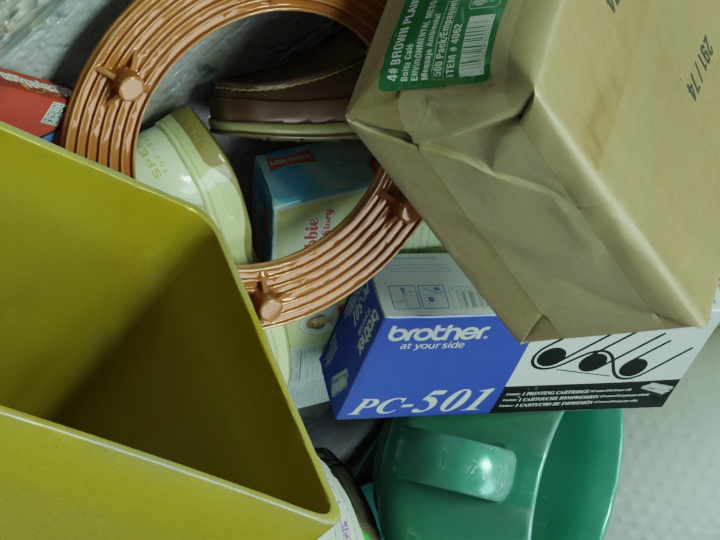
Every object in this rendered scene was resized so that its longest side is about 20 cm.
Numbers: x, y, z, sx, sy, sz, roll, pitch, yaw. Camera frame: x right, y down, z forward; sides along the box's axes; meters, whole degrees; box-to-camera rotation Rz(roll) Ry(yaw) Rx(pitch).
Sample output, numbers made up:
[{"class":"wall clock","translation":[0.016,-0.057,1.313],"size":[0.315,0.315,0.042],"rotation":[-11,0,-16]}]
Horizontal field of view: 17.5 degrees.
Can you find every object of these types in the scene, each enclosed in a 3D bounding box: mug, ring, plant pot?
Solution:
[{"class":"mug","translation":[0.073,0.108,1.363],"size":[0.152,0.114,0.185],"rotation":[-61,150,-33]},{"class":"ring","translation":[-0.042,-0.058,1.083],"size":[0.200,0.019,0.201],"rotation":[-13,122,-21]},{"class":"plant pot","translation":[-0.160,0.068,0.972],"size":[0.200,0.200,0.177],"rotation":[22,119,-38]},{"class":"mug","translation":[0.204,0.128,1.613],"size":[0.175,0.148,0.200],"rotation":[-23,-172,17]}]

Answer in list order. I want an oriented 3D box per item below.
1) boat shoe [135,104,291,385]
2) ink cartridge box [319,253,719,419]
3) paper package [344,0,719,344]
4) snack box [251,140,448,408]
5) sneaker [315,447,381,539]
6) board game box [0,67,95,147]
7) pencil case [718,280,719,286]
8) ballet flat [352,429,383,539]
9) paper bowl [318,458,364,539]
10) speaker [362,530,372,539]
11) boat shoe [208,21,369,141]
[{"class":"boat shoe","translation":[-0.083,0.004,1.166],"size":[0.063,0.073,0.201],"rotation":[-29,145,-13]},{"class":"ink cartridge box","translation":[0.086,0.034,1.255],"size":[0.199,0.044,0.094],"rotation":[-1,143,-21]},{"class":"paper package","translation":[0.102,-0.096,1.094],"size":[0.191,0.103,0.201],"rotation":[49,48,-39]},{"class":"snack box","translation":[0.000,0.000,1.246],"size":[0.116,0.037,0.200],"rotation":[-13,147,-13]},{"class":"sneaker","translation":[-0.062,0.179,1.422],"size":[0.070,0.076,0.200],"rotation":[9,144,-46]},{"class":"board game box","translation":[-0.208,-0.006,1.046],"size":[0.200,0.019,0.103],"rotation":[-54,149,15]},{"class":"pencil case","translation":[0.203,-0.045,1.371],"size":[0.200,0.082,0.087],"rotation":[-52,165,-78]},{"class":"ballet flat","translation":[0.027,0.133,1.486],"size":[0.200,0.067,0.070],"rotation":[-45,178,1]},{"class":"paper bowl","translation":[-0.089,0.171,1.232],"size":[0.201,0.201,0.104],"rotation":[-48,150,6]},{"class":"speaker","translation":[-0.082,0.208,1.326],"size":[0.199,0.089,0.088],"rotation":[-20,157,20]},{"class":"boat shoe","translation":[0.010,-0.106,1.157],"size":[0.199,0.072,0.068],"rotation":[-14,106,-31]}]
